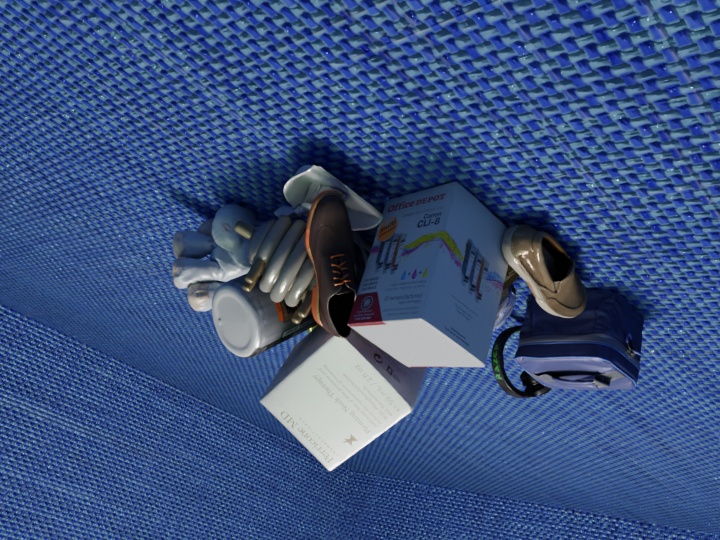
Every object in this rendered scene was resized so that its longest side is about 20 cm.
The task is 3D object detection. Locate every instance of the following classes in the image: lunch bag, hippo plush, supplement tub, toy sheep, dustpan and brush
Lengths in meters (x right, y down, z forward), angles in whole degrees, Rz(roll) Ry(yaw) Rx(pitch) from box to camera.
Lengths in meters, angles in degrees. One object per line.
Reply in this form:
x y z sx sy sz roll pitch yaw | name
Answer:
0.351 0.122 1.164 0.135 0.135 0.197 32 155 -34 | lunch bag
-0.217 -0.017 1.243 0.200 0.160 0.160 44 140 -12 | hippo plush
-0.133 0.051 1.198 0.121 0.126 0.198 -4 -166 43 | supplement tub
-0.103 -0.011 1.089 0.198 0.140 0.138 34 156 -7 | toy sheep
-0.072 -0.096 1.074 0.138 0.058 0.199 34 170 -30 | dustpan and brush

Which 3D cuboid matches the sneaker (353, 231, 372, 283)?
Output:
0.000 0.000 1.213 0.198 0.087 0.074 30 155 -33 | sneaker

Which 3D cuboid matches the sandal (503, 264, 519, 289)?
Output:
0.175 0.020 1.102 0.081 0.055 0.200 -16 158 -44 | sandal

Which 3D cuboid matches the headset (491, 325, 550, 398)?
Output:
0.313 0.167 1.331 0.195 0.127 0.094 5 166 -26 | headset

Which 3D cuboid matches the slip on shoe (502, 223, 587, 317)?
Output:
0.274 0.004 1.032 0.060 0.077 0.200 2 146 49 | slip on shoe

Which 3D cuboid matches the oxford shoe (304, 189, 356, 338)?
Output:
-0.030 -0.006 1.000 0.070 0.205 0.072 -14 -154 -21 | oxford shoe

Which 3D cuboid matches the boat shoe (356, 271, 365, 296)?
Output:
0.052 0.015 1.095 0.060 0.200 0.075 18 121 19 | boat shoe

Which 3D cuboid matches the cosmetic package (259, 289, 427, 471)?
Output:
-0.019 0.168 1.172 0.167 0.167 0.200 44 119 -7 | cosmetic package

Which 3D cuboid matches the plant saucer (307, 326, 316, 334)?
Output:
-0.029 0.129 1.303 0.197 0.031 0.205 24 127 35 | plant saucer

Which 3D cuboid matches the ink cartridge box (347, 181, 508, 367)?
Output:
0.100 0.010 1.008 0.144 0.204 0.143 35 152 -34 | ink cartridge box

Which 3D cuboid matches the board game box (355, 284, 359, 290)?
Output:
0.025 0.110 1.293 0.201 0.039 0.158 51 138 9 | board game box

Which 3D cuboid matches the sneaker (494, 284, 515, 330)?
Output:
0.162 0.070 1.198 0.197 0.077 0.078 -28 148 24 | sneaker
